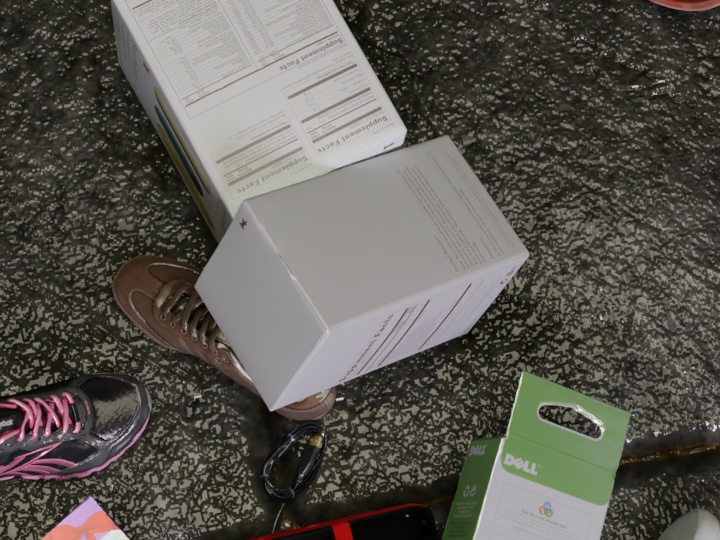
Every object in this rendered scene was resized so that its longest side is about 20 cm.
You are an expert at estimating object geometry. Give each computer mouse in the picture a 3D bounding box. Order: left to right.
[{"bbox_3d":[-0.063,0.208,1.407,0.059,0.034,0.200,24,72,-21],"label":"computer mouse"}]

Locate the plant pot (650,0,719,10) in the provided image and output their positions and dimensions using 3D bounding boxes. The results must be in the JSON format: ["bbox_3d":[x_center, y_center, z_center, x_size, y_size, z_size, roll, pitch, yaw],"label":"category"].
[{"bbox_3d":[0.290,-0.352,1.519,0.201,0.201,0.195,43,68,7],"label":"plant pot"}]

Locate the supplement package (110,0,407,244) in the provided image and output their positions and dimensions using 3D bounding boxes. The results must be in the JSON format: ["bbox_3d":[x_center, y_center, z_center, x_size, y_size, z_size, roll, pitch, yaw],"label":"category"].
[{"bbox_3d":[-0.082,-0.136,1.441,0.150,0.152,0.200,-27,79,-11],"label":"supplement package"}]

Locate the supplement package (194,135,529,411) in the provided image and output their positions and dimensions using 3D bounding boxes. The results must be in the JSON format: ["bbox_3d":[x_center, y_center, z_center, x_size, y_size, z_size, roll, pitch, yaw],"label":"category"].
[{"bbox_3d":[0.000,0.000,1.387,0.200,0.120,0.121,-19,68,-35],"label":"supplement package"}]

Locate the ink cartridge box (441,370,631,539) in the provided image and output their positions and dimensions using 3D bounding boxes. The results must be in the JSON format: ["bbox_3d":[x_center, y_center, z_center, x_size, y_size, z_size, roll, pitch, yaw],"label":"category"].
[{"bbox_3d":[0.127,0.188,1.409,0.104,0.059,0.200,22,75,-18],"label":"ink cartridge box"}]

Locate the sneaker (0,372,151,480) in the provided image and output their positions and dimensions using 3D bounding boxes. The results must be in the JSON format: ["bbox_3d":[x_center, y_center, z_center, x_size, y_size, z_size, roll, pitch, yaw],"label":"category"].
[{"bbox_3d":[-0.254,0.120,1.391,0.200,0.095,0.079,-16,76,-10],"label":"sneaker"}]

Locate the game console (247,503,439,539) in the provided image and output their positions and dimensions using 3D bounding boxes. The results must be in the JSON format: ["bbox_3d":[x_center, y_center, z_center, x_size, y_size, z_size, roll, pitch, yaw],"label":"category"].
[{"bbox_3d":[-0.002,0.285,1.382,0.177,0.031,0.200,-8,77,-29],"label":"game console"}]

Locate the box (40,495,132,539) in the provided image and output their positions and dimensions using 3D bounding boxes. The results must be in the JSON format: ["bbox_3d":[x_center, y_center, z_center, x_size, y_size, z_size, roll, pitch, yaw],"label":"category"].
[{"bbox_3d":[-0.230,0.285,1.377,0.200,0.039,0.137,-42,83,-13],"label":"box"}]

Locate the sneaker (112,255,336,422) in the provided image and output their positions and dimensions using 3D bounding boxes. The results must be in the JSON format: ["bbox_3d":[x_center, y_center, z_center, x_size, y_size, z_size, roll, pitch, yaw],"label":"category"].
[{"bbox_3d":[-0.102,0.043,1.432,0.200,0.076,0.071,31,75,3],"label":"sneaker"}]

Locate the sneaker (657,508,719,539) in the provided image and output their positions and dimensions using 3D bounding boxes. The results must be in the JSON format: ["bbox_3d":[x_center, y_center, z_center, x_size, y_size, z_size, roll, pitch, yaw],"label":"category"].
[{"bbox_3d":[0.252,0.285,1.411,0.088,0.075,0.200,20,80,-12],"label":"sneaker"}]
